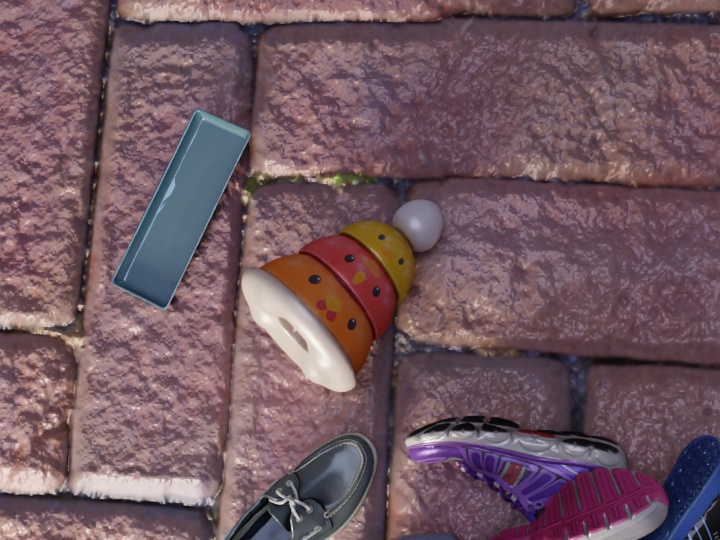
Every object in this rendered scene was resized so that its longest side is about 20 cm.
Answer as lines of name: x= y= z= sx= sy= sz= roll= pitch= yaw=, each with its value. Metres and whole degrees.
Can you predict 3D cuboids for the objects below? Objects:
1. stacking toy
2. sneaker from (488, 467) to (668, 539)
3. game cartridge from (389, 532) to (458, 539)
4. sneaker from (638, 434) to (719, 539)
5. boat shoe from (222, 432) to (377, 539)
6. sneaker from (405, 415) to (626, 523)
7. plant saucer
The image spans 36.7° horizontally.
stacking toy: x=0.000 y=0.000 z=1.018 sx=0.146 sy=0.146 sz=0.200 roll=42 pitch=73 yaw=15
sneaker: x=0.185 y=0.243 z=0.923 sx=0.088 sy=0.082 sz=0.200 roll=44 pitch=118 yaw=-13
game cartridge: x=0.027 y=0.301 z=0.921 sx=0.041 sy=0.199 sz=0.134 roll=-43 pitch=66 yaw=46
sneaker: x=0.275 y=0.238 z=0.934 sx=0.078 sy=0.070 sz=0.201 roll=29 pitch=105 yaw=-20
boat shoe: x=-0.064 y=0.229 z=1.006 sx=0.200 sy=0.062 sz=0.073 roll=-43 pitch=75 yaw=1
sneaker: x=0.135 y=0.180 z=0.970 sx=0.198 sy=0.081 sz=0.084 roll=9 pitch=92 yaw=15
plant saucer: x=-0.181 y=-0.063 z=1.107 sx=0.069 sy=0.019 sz=0.201 roll=24 pitch=86 yaw=14
